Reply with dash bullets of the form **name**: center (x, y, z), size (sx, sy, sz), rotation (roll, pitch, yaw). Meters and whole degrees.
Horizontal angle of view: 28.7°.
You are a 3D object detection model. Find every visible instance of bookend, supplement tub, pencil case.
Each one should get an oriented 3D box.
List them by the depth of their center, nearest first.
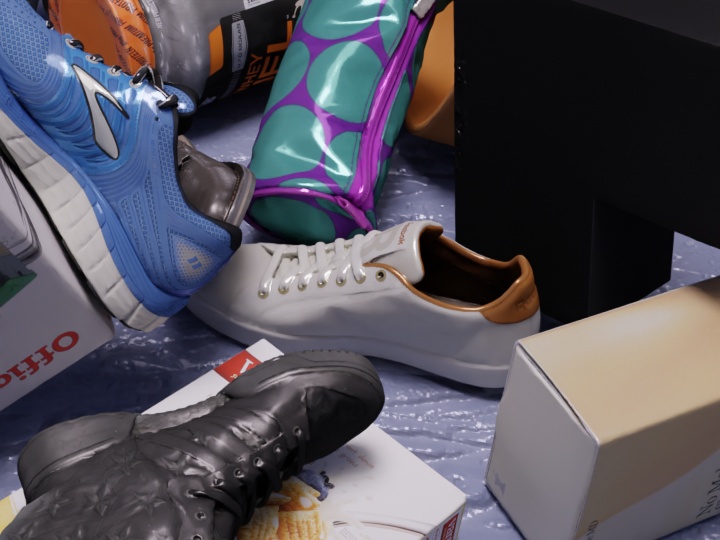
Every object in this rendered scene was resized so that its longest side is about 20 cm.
- **bookend**: center (0.148, -0.053, 0.721), size (0.092, 0.200, 0.199), rotation (-27, 38, -34)
- **pencil case**: center (-0.005, -0.108, 0.831), size (0.092, 0.085, 0.201), rotation (-6, 57, 42)
- **supplement tub**: center (-0.093, -0.176, 0.914), size (0.199, 0.123, 0.122), rotation (-26, 51, -32)

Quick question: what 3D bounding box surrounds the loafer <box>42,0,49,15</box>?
- **loafer**: center (-0.141, -0.228, 1.010), size (0.076, 0.068, 0.200), rotation (26, 60, 37)

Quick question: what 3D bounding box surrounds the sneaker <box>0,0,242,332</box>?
- **sneaker**: center (-0.124, -0.075, 0.662), size (0.089, 0.201, 0.079), rotation (-33, 11, -2)

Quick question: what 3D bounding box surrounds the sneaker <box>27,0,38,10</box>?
- **sneaker**: center (-0.288, -0.160, 0.904), size (0.115, 0.074, 0.201), rotation (16, 43, 5)

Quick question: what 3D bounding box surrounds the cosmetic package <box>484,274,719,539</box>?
- **cosmetic package**: center (0.167, 0.066, 0.694), size (0.199, 0.106, 0.071), rotation (-17, 46, -23)

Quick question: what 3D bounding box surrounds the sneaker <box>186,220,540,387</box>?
- **sneaker**: center (0.000, 0.000, 0.756), size (0.198, 0.085, 0.073), rotation (9, 42, 8)

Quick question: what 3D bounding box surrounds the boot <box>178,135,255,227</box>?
- **boot**: center (-0.159, -0.068, 0.747), size (0.173, 0.070, 0.200), rotation (26, 4, -31)

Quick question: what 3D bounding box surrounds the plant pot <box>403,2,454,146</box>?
- **plant pot**: center (0.127, -0.159, 0.889), size (0.139, 0.201, 0.201), rotation (18, 40, -11)

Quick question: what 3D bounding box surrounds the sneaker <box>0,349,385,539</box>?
- **sneaker**: center (-0.070, 0.103, 0.590), size (0.198, 0.060, 0.105), rotation (-14, 43, -15)

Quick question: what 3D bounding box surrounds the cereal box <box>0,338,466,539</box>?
- **cereal box**: center (-0.068, 0.123, 0.640), size (0.143, 0.040, 0.199), rotation (35, 48, 28)

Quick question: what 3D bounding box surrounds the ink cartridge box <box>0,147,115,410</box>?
- **ink cartridge box**: center (-0.220, -0.008, 0.617), size (0.145, 0.200, 0.085), rotation (-33, 51, 0)
